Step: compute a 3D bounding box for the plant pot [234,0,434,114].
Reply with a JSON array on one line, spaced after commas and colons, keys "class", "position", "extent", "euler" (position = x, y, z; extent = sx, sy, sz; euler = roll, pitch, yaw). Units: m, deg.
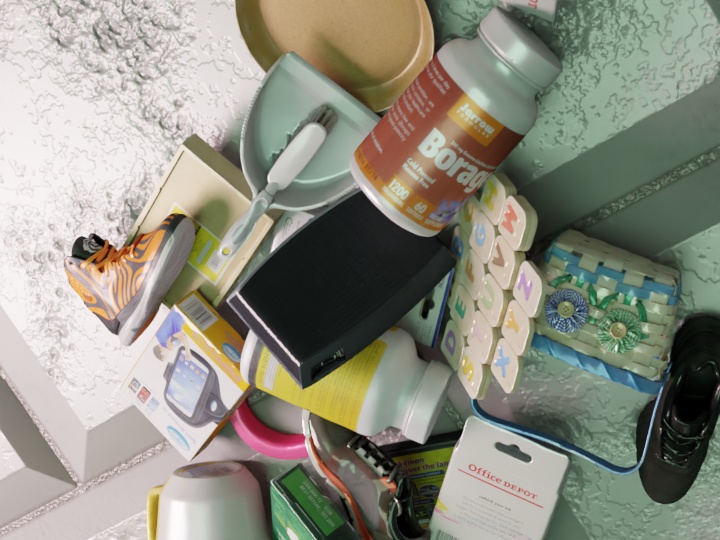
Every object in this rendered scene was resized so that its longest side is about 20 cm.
[{"class": "plant pot", "position": [-0.022, -0.236, 1.244], "extent": [0.198, 0.028, 0.201], "euler": [13, 136, 13]}]

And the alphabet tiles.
[{"class": "alphabet tiles", "position": [0.119, 0.015, 1.245], "extent": [0.014, 0.196, 0.202], "euler": [3, 119, -19]}]

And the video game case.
[{"class": "video game case", "position": [0.082, 0.270, 1.449], "extent": [0.198, 0.026, 0.183], "euler": [-14, 106, 27]}]

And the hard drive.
[{"class": "hard drive", "position": [-0.018, 0.005, 1.278], "extent": [0.135, 0.199, 0.042], "euler": [47, 165, 18]}]

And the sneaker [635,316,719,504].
[{"class": "sneaker", "position": [0.307, 0.146, 1.270], "extent": [0.075, 0.091, 0.202], "euler": [13, 117, 11]}]

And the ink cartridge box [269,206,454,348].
[{"class": "ink cartridge box", "position": [0.000, 0.000, 1.357], "extent": [0.198, 0.037, 0.096], "euler": [22, 117, 17]}]

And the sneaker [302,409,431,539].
[{"class": "sneaker", "position": [0.014, 0.207, 1.371], "extent": [0.081, 0.077, 0.201], "euler": [-28, 92, 37]}]

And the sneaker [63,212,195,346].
[{"class": "sneaker", "position": [-0.252, -0.009, 1.391], "extent": [0.112, 0.078, 0.200], "euler": [38, 131, 2]}]

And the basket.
[{"class": "basket", "position": [0.208, 0.075, 1.250], "extent": [0.174, 0.139, 0.202], "euler": [19, 108, 13]}]

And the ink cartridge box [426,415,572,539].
[{"class": "ink cartridge box", "position": [0.142, 0.234, 1.355], "extent": [0.116, 0.067, 0.202], "euler": [23, 119, 13]}]

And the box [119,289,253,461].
[{"class": "box", "position": [-0.191, 0.125, 1.462], "extent": [0.119, 0.041, 0.200], "euler": [44, 131, 6]}]

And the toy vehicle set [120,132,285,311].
[{"class": "toy vehicle set", "position": [-0.173, -0.036, 1.398], "extent": [0.124, 0.027, 0.200], "euler": [40, 131, 1]}]

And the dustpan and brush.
[{"class": "dustpan and brush", "position": [-0.078, -0.093, 1.293], "extent": [0.139, 0.057, 0.200], "euler": [35, 114, -13]}]

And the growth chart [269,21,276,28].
[{"class": "growth chart", "position": [-0.098, -0.336, 1.268], "extent": [0.200, 0.018, 0.145], "euler": [47, 119, -3]}]

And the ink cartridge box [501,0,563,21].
[{"class": "ink cartridge box", "position": [0.097, -0.311, 1.120], "extent": [0.198, 0.145, 0.088], "euler": [24, 79, 9]}]

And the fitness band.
[{"class": "fitness band", "position": [-0.063, 0.133, 1.442], "extent": [0.198, 0.037, 0.145], "euler": [-17, 105, 28]}]

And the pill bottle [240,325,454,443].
[{"class": "pill bottle", "position": [-0.012, 0.097, 1.323], "extent": [0.198, 0.112, 0.113], "euler": [23, 118, 10]}]

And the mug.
[{"class": "mug", "position": [-0.184, 0.301, 1.498], "extent": [0.184, 0.149, 0.155], "euler": [-1, 96, 17]}]

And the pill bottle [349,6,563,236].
[{"class": "pill bottle", "position": [0.090, -0.138, 1.215], "extent": [0.112, 0.112, 0.200], "euler": [41, 110, 0]}]

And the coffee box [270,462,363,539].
[{"class": "coffee box", "position": [-0.047, 0.305, 1.430], "extent": [0.123, 0.044, 0.201], "euler": [47, 155, 28]}]
